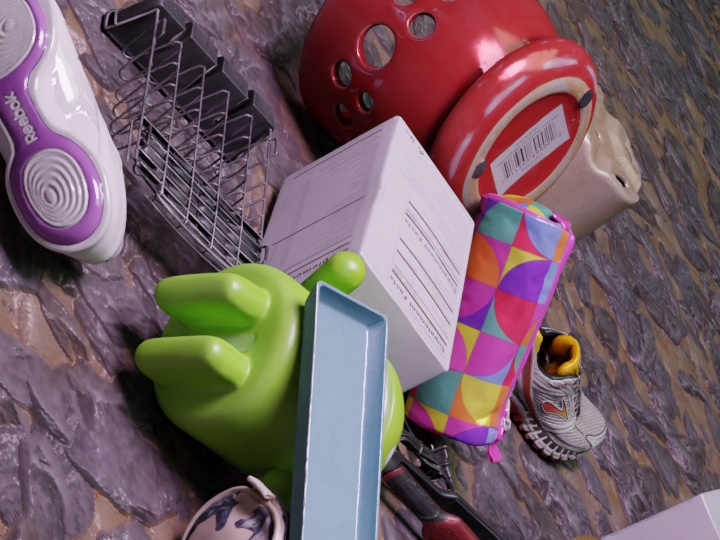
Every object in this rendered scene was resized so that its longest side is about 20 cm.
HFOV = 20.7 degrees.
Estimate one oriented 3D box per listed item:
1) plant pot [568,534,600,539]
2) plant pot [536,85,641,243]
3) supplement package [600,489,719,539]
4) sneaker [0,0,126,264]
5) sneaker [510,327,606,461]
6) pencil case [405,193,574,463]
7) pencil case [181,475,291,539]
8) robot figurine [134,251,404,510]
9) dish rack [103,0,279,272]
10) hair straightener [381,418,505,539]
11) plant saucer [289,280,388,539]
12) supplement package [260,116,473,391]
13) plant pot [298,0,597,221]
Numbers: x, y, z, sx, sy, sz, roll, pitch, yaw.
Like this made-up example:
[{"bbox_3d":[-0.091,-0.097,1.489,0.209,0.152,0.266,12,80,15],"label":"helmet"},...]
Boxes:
[{"bbox_3d":[0.193,0.308,1.483,0.186,0.186,0.201,20,33,-59],"label":"plant pot"},{"bbox_3d":[0.141,-0.081,1.746,0.201,0.182,0.201,48,27,-34],"label":"plant pot"},{"bbox_3d":[0.323,0.273,1.854,0.200,0.113,0.110,3,62,-63],"label":"supplement package"},{"bbox_3d":[-0.195,-0.092,1.197,0.100,0.074,0.202,54,16,-73],"label":"sneaker"},{"bbox_3d":[0.169,0.103,1.742,0.200,0.082,0.078,40,32,-45],"label":"sneaker"},{"bbox_3d":[0.103,0.041,1.537,0.088,0.088,0.202,0,109,-65],"label":"pencil case"},{"bbox_3d":[-0.027,0.210,1.191,0.090,0.078,0.200,-53,125,-15],"label":"pencil case"},{"bbox_3d":[-0.051,0.073,1.246,0.200,0.115,0.177,40,55,-43],"label":"robot figurine"},{"bbox_3d":[-0.117,-0.085,1.358,0.153,0.054,0.201,45,30,-35],"label":"dish rack"},{"bbox_3d":[0.045,0.160,1.479,0.200,0.041,0.077,44,29,-31],"label":"hair straightener"},{"bbox_3d":[-0.015,0.110,1.162,0.070,0.019,0.202,29,56,-45],"label":"plant saucer"},{"bbox_3d":[0.000,0.000,1.422,0.110,0.113,0.201,53,26,-21],"label":"supplement package"},{"bbox_3d":[0.077,-0.151,1.589,0.182,0.201,0.200,43,11,31],"label":"plant pot"}]
